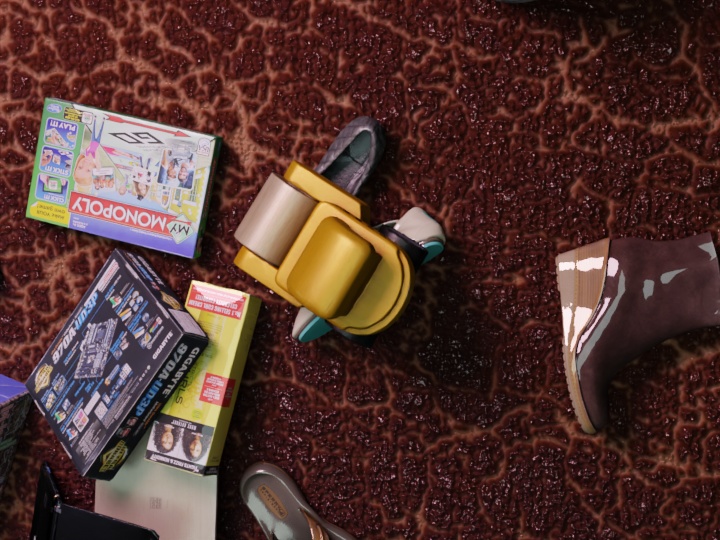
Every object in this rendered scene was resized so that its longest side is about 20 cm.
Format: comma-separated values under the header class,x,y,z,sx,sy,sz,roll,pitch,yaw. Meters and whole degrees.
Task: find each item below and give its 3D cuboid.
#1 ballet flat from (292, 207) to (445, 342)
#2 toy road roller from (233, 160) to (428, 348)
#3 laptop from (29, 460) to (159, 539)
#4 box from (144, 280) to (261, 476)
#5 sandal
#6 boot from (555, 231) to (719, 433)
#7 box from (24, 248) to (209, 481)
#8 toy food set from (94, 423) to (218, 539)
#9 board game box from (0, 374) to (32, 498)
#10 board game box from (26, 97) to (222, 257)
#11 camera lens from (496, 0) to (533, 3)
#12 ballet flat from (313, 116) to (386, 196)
class,x,y,z,sx,sy,sz,roll,pitch,yaw
ballet flat,0.000,0.000,1.341,0.199,0.069,0.070,-34,90,11
toy road roller,-0.038,-0.017,1.239,0.199,0.146,0.123,33,96,13
laptop,-0.308,0.333,1.401,0.103,0.200,0.179,7,100,-23
box,-0.170,0.117,1.362,0.075,0.050,0.201,14,85,13
sandal,-0.062,0.297,1.388,0.082,0.055,0.200,-40,89,13
boot,0.291,0.064,1.285,0.165,0.072,0.202,-6,93,13
box,-0.269,0.102,1.365,0.201,0.046,0.159,-54,52,12
toy food set,-0.223,0.258,1.417,0.142,0.060,0.202,2,89,10
board game box,-0.489,0.206,1.431,0.158,0.097,0.201,21,100,7
board game box,-0.261,-0.103,1.379,0.199,0.029,0.136,13,99,8
camera lens,0.147,-0.341,1.194,0.159,0.200,0.161,1,98,10
ballet flat,-0.038,-0.077,1.335,0.066,0.057,0.201,30,101,6
